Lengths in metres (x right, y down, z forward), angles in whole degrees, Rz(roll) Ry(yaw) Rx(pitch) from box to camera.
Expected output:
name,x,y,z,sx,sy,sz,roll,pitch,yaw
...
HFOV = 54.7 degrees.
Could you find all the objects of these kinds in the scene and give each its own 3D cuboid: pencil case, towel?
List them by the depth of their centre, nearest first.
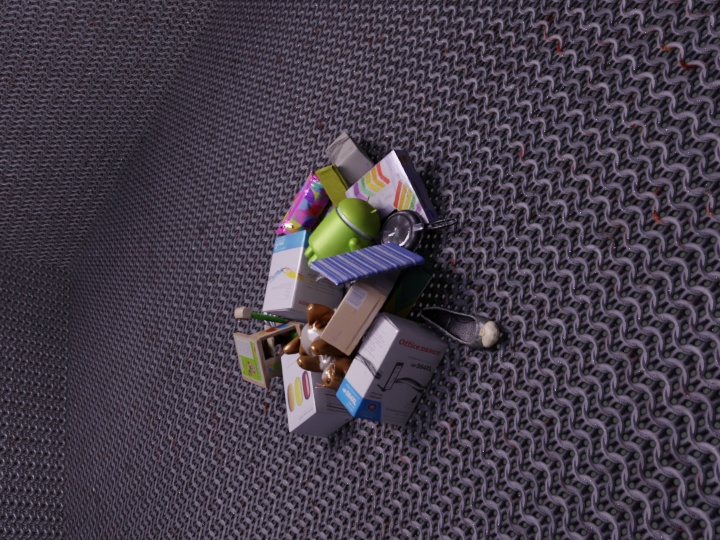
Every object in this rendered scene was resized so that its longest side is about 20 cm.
name,x,y,z,sx,sy,sz,roll,pitch,yaw
towel,0.013,-0.012,1.399,0.145,0.199,0.024,30,130,59
towel,-0.041,-0.164,1.714,0.018,0.200,0.086,-40,18,-35
pencil case,-0.144,-0.169,1.859,0.200,0.088,0.088,-56,38,20

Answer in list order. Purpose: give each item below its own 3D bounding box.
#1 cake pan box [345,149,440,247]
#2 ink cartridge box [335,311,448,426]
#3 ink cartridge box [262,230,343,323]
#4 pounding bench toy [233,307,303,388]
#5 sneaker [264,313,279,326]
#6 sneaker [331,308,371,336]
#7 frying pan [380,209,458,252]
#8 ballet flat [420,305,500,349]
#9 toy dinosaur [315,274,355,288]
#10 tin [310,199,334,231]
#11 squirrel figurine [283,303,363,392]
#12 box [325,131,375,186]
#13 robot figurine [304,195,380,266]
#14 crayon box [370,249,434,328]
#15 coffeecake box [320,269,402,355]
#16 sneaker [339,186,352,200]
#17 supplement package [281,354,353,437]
name,x,y,z,sx,sy,sz,roll,pitch,yaw
cake pan box,0.072,-0.143,1.589,0.184,0.052,0.201,-36,72,42
ink cartridge box,0.065,0.202,1.410,0.084,0.146,0.201,42,109,52
ink cartridge box,-0.137,0.022,1.769,0.146,0.146,0.201,-9,67,51
pounding bench toy,-0.223,0.169,1.766,0.124,0.156,0.201,5,109,53
sneaker,-0.205,0.069,1.904,0.108,0.070,0.201,30,107,60
sneaker,-0.043,0.121,1.643,0.200,0.090,0.067,-24,55,46
frying pan,0.112,-0.073,1.490,0.190,0.031,0.115,15,86,44
ballet flat,0.192,0.111,1.356,0.200,0.057,0.067,11,85,55
toy dinosaur,0.000,0.000,1.658,0.200,0.105,0.182,-37,35,17
tin,-0.107,-0.173,1.912,0.112,0.042,0.200,-51,40,20
squirrel figurine,-0.041,0.192,1.519,0.142,0.200,0.187,-54,52,18
box,-0.029,-0.286,1.771,0.082,0.068,0.200,-45,23,8
robot figurine,-0.036,-0.079,1.566,0.200,0.116,0.176,-48,31,15
crayon box,0.083,0.064,1.480,0.200,0.051,0.126,-59,2,18
coffeecake box,0.007,0.064,1.457,0.154,0.073,0.200,-58,-2,22
sneaker,0.027,-0.208,1.727,0.200,0.080,0.087,-18,49,40
supplement package,-0.105,0.274,1.640,0.114,0.109,0.201,-43,44,35
